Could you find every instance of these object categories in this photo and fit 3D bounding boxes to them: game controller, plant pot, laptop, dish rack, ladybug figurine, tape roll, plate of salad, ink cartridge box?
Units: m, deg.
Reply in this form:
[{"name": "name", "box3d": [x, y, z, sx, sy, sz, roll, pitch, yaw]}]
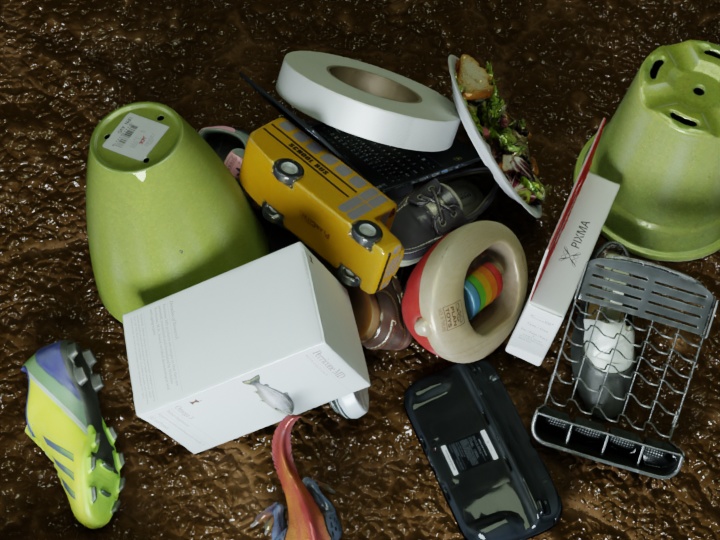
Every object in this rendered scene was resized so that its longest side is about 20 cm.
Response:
[{"name": "game controller", "box3d": [0.120, 0.181, 1.575, 0.104, 0.042, 0.200, -24, 61, -2]}, {"name": "plant pot", "box3d": [0.345, -0.143, 1.709, 0.200, 0.184, 0.201, 2, 57, -3]}, {"name": "laptop", "box3d": [-0.001, -0.165, 1.687, 0.200, 0.104, 0.177, -20, 36, -22]}, {"name": "plant pot", "box3d": [-0.202, -0.067, 1.585, 0.187, 0.200, 0.188, -5, 53, 7]}, {"name": "dish rack", "box3d": [0.266, 0.091, 1.568, 0.153, 0.055, 0.201, 16, 100, 2]}, {"name": "ladybug figurine", "box3d": [0.102, 0.022, 1.617, 0.072, 0.136, 0.200, -2, 16, 35]}, {"name": "tape roll", "box3d": [0.010, -0.181, 1.671, 0.202, 0.037, 0.203, 16, 19, -6]}, {"name": "plate of salad", "box3d": [0.154, -0.149, 1.700, 0.048, 0.200, 0.200, -29, 59, 15]}, {"name": "ink cartridge box", "box3d": [0.218, -0.028, 1.618, 0.045, 0.176, 0.200, 24, 53, 6]}]

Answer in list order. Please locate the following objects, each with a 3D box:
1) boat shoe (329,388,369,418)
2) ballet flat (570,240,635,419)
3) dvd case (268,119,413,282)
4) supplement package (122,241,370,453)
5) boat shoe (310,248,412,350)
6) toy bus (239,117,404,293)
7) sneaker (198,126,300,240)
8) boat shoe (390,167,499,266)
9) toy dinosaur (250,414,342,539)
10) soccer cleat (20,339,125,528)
[{"name": "boat shoe", "box3d": [-0.051, 0.075, 1.614, 0.071, 0.072, 0.200, -29, 56, 6]}, {"name": "ballet flat", "box3d": [0.255, 0.054, 1.644, 0.068, 0.068, 0.200, 6, 57, -2]}, {"name": "dvd case", "box3d": [-0.018, -0.077, 1.737, 0.148, 0.016, 0.200, 8, 57, 1]}, {"name": "supplement package", "box3d": [-0.111, 0.077, 1.526, 0.200, 0.117, 0.118, -22, 57, 14]}, {"name": "boat shoe", "box3d": [0.000, 0.000, 1.648, 0.070, 0.070, 0.200, 14, 47, -38]}, {"name": "toy bus", "box3d": [-0.035, -0.066, 1.578, 0.200, 0.065, 0.078, 39, 45, 21]}, {"name": "sneaker", "box3d": [-0.104, -0.091, 1.673, 0.200, 0.082, 0.070, 35, 101, 38]}, {"name": "boat shoe", "box3d": [0.080, -0.065, 1.668, 0.072, 0.065, 0.200, 53, 42, 9]}, {"name": "toy dinosaur", "box3d": [-0.055, 0.269, 1.439, 0.105, 0.200, 0.182, -23, 29, -1]}, {"name": "soccer cleat", "box3d": [-0.286, 0.165, 1.544, 0.084, 0.065, 0.201, -25, 63, 15]}]
